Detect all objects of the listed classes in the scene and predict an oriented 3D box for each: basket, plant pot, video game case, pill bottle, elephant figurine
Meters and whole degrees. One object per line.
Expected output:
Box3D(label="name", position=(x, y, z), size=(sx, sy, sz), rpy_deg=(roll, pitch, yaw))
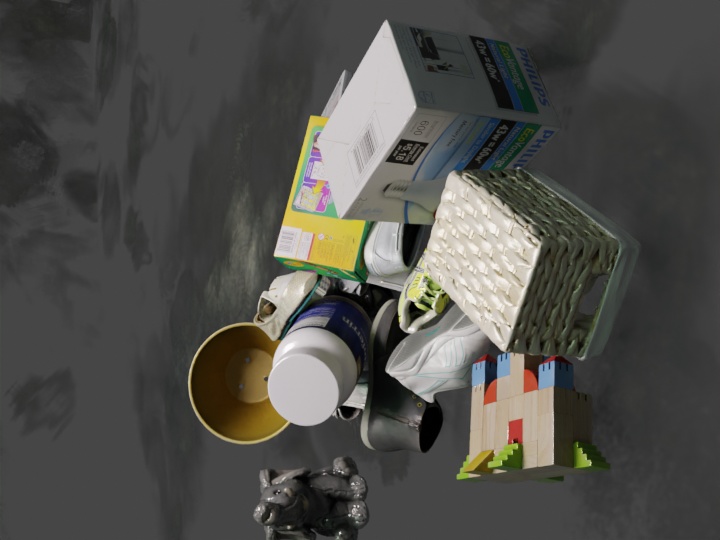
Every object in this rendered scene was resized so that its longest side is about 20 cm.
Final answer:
Box3D(label="basket", position=(0.167, -0.014, 0.925), size=(0.200, 0.121, 0.138), rpy_deg=(48, 130, 52))
Box3D(label="plant pot", position=(-0.194, 0.191, 1.568), size=(0.142, 0.195, 0.205), rpy_deg=(157, 115, -87))
Box3D(label="video game case", position=(-0.055, -0.200, 1.408), size=(0.144, 0.018, 0.203), rpy_deg=(125, 159, -47))
Box3D(label="pill bottle", position=(-0.052, 0.118, 1.181), size=(0.200, 0.113, 0.118), rpy_deg=(-58, -17, -69))
Box3D(label="elephant figurine", position=(-0.096, 0.343, 1.318), size=(0.143, 0.196, 0.157), rpy_deg=(62, 140, 43))

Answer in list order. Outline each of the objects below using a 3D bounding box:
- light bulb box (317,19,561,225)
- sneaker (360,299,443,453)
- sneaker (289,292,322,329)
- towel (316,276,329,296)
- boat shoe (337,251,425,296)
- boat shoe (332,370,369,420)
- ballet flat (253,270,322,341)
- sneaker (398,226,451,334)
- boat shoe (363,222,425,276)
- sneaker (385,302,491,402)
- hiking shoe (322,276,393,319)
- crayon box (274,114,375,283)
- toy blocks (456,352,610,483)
Box3D(label="light bulb box", position=(0.084, -0.158, 1.017), size=(0.199, 0.196, 0.127), rpy_deg=(-52, 45, 47))
Box3D(label="sneaker", position=(0.067, 0.140, 1.182), size=(0.105, 0.074, 0.205), rpy_deg=(-3, 78, 44))
Box3D(label="sneaker", position=(-0.082, 0.093, 1.398), size=(0.083, 0.071, 0.202), rpy_deg=(40, 145, 26))
Box3D(label="towel", position=(-0.028, -0.003, 1.408), size=(0.199, 0.034, 0.197), rpy_deg=(31, 117, 57))
Box3D(label="boat shoe", position=(0.000, 0.000, 1.223), size=(0.072, 0.196, 0.070), rpy_deg=(-3, -82, -74))
Box3D(label="boat shoe", position=(-0.019, 0.190, 1.330), size=(0.198, 0.071, 0.067), rpy_deg=(-17, 68, 53))
Box3D(label="ballet flat", position=(-0.111, 0.045, 1.265), size=(0.068, 0.062, 0.200), rpy_deg=(-60, 4, -35))
Box3D(label="sneaker", position=(0.101, 0.008, 1.084), size=(0.201, 0.074, 0.077), rpy_deg=(113, 179, -50))
Box3D(label="boat shoe", position=(0.068, -0.081, 1.153), size=(0.070, 0.070, 0.204), rpy_deg=(0, 59, 36))
Box3D(label="sneaker", position=(0.122, 0.090, 1.071), size=(0.199, 0.080, 0.071), rpy_deg=(-36, 17, 36))
Box3D(label="hiking shoe", position=(-0.005, 0.052, 1.287), size=(0.099, 0.075, 0.205), rpy_deg=(10, 103, 34))
Box3D(label="crayon box", position=(-0.029, -0.096, 1.174), size=(0.116, 0.058, 0.204), rpy_deg=(10, 79, 21))
Box3D(label="toy blocks", position=(0.177, 0.146, 0.942), size=(0.199, 0.098, 0.140), rpy_deg=(-32, 49, 59))
